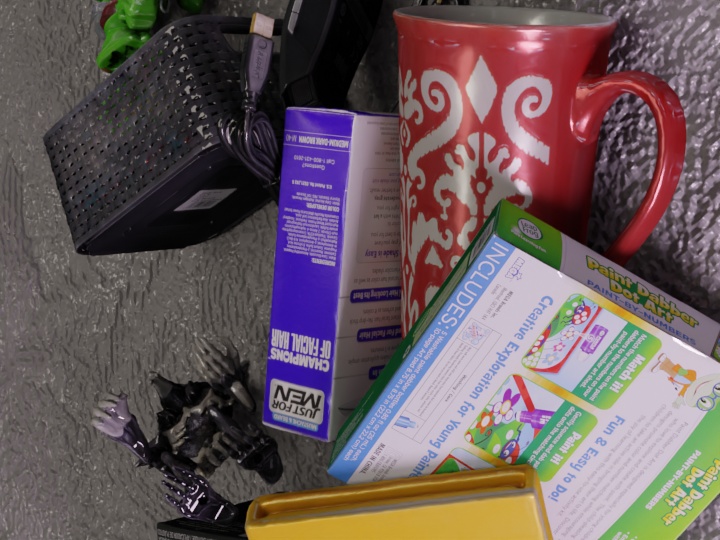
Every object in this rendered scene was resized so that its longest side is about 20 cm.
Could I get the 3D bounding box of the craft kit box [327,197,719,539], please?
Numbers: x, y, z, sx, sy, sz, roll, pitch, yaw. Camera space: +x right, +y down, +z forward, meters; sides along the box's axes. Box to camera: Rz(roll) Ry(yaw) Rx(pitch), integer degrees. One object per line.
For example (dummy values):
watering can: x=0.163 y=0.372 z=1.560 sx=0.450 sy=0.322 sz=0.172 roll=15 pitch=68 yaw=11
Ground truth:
craft kit box: x=0.111 y=0.086 z=0.891 sx=0.196 sy=0.049 sz=0.201 roll=31 pitch=123 yaw=-6

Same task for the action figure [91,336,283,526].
action figure: x=-0.125 y=0.106 z=1.137 sx=0.102 sy=0.119 sz=0.200 roll=55 pitch=172 yaw=-24

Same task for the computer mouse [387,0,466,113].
computer mouse: x=0.024 y=-0.106 z=1.054 sx=0.058 sy=0.034 sz=0.201 roll=38 pitch=113 yaw=24

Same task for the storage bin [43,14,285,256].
storage bin: x=-0.121 y=-0.093 z=1.119 sx=0.199 sy=0.134 sz=0.095 roll=-32 pitch=72 yaw=42

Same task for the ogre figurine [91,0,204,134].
ogre figurine: x=-0.168 y=-0.193 z=1.169 sx=0.097 sy=0.200 sz=0.121 roll=-2 pitch=69 yaw=7

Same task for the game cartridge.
game cartridge: x=0.039 y=0.211 z=0.941 sx=0.174 sy=0.033 sz=0.202 roll=-8 pitch=123 yaw=13

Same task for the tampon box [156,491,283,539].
tampon box: x=-0.048 y=0.272 z=1.094 sx=0.149 sy=0.125 sz=0.203 roll=-1 pitch=94 yaw=45

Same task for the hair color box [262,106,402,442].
hair color box: x=0.000 y=0.000 z=0.989 sx=0.064 sy=0.109 sz=0.203 roll=8 pitch=97 yaw=38

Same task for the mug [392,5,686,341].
mug: x=0.089 y=-0.047 z=0.914 sx=0.177 sy=0.132 sz=0.203 roll=-150 pitch=59 yaw=-62

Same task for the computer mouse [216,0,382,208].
computer mouse: x=-0.045 y=-0.142 z=0.998 sx=0.046 sy=0.140 sz=0.202 roll=10 pitch=74 yaw=23
